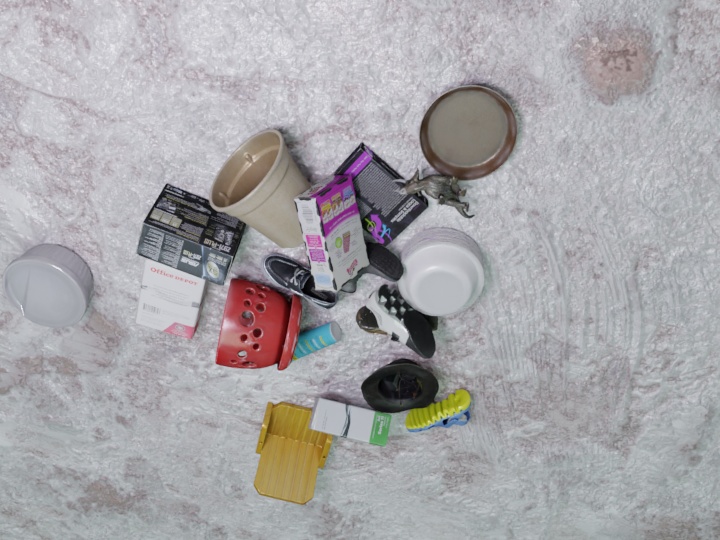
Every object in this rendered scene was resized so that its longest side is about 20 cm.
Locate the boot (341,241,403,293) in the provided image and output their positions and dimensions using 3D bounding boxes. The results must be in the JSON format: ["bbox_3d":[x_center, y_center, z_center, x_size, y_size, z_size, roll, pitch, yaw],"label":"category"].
[{"bbox_3d":[0.000,0.000,1.564,0.198,0.070,0.134,32,129,18],"label":"boot"}]

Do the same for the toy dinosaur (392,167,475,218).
[{"bbox_3d":[0.172,-0.166,1.438,0.197,0.102,0.078,11,108,-38],"label":"toy dinosaur"}]

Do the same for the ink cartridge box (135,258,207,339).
[{"bbox_3d":[-0.440,0.048,1.644,0.143,0.084,0.203,18,126,-7],"label":"ink cartridge box"}]

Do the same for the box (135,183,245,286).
[{"bbox_3d":[-0.358,-0.078,1.498,0.196,0.165,0.087,20,125,-10],"label":"box"}]

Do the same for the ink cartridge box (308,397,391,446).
[{"bbox_3d":[-0.030,0.394,1.809,0.195,0.085,0.147,14,167,-6],"label":"ink cartridge box"}]

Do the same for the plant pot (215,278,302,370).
[{"bbox_3d":[-0.235,0.136,1.618,0.178,0.202,0.203,14,126,-9],"label":"plant pot"}]

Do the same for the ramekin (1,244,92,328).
[{"bbox_3d":[-0.734,0.030,1.651,0.197,0.095,0.206,2,126,3],"label":"ramekin"}]

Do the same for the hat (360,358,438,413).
[{"bbox_3d":[0.099,0.273,1.754,0.195,0.082,0.204,1,133,1],"label":"hat"}]

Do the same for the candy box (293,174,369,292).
[{"bbox_3d":[-0.056,-0.077,1.423,0.060,0.136,0.204,3,116,34],"label":"candy box"}]

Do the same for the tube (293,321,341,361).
[{"bbox_3d":[-0.140,0.183,1.740,0.197,0.051,0.078,-24,113,27],"label":"tube"}]

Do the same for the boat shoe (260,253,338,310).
[{"bbox_3d":[-0.137,0.023,1.583,0.198,0.073,0.068,36,163,-7],"label":"boat shoe"}]

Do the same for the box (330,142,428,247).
[{"bbox_3d":[0.030,-0.158,1.486,0.199,0.036,0.143,38,121,-19],"label":"box"}]

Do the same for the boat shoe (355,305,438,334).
[{"bbox_3d":[0.087,0.119,1.661,0.195,0.077,0.074,4,157,4],"label":"boat shoe"}]

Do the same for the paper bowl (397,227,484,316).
[{"bbox_3d":[0.178,0.016,1.553,0.195,0.105,0.204,3,126,4],"label":"paper bowl"}]

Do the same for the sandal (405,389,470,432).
[{"bbox_3d":[0.211,0.388,1.831,0.196,0.080,0.088,-21,125,20],"label":"sandal"}]

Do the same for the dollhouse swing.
[{"bbox_3d":[-0.185,0.495,1.880,0.195,0.177,0.184,15,126,-4],"label":"dollhouse swing"}]

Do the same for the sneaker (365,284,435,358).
[{"bbox_3d":[0.091,0.124,1.589,0.201,0.074,0.088,50,141,-4],"label":"sneaker"}]

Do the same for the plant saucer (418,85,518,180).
[{"bbox_3d":[0.214,-0.276,1.387,0.195,0.032,0.204,3,126,4],"label":"plant saucer"}]

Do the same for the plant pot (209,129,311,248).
[{"bbox_3d":[-0.178,-0.150,1.431,0.198,0.203,0.183,-28,131,23],"label":"plant pot"}]
